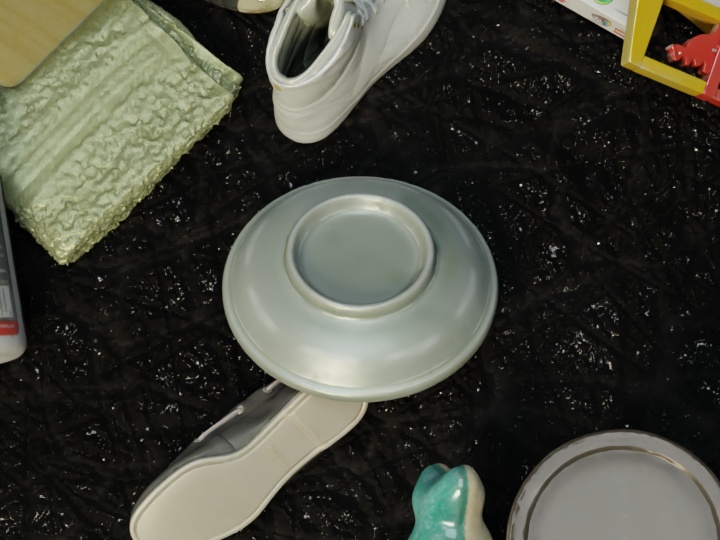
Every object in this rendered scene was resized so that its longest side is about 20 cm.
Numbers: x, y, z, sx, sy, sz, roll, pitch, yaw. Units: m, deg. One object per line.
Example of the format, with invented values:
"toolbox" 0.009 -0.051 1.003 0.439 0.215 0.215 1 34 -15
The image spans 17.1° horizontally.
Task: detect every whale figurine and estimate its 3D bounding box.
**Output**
"whale figurine" 0.047 0.232 1.625 0.104 0.159 0.200 -3 89 -17

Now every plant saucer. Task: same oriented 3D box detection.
"plant saucer" 0.000 0.000 1.718 0.200 0.050 0.200 0 54 0

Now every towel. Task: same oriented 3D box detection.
"towel" -0.200 -0.113 1.811 0.148 0.036 0.200 41 81 14

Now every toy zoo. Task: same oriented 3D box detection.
"toy zoo" 0.275 -0.185 1.754 0.200 0.020 0.131 21 82 -10

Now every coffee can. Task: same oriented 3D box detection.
"coffee can" 0.172 0.199 1.601 0.146 0.200 0.147 -1 73 4

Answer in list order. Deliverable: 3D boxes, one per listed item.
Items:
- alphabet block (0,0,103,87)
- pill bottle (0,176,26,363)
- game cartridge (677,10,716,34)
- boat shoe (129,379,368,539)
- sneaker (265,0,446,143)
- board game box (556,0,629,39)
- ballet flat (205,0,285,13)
"alphabet block" -0.286 -0.285 1.744 0.196 0.200 0.195 -45 60 7
"pill bottle" -0.312 -0.028 1.739 0.116 0.116 0.200 -10 84 2
"game cartridge" 0.264 -0.281 1.782 0.200 0.032 0.176 37 80 -10
"boat shoe" -0.081 0.133 1.727 0.200 0.057 0.067 -36 110 -2
"sneaker" 0.002 -0.195 1.775 0.074 0.116 0.200 31 76 15
"board game box" 0.150 -0.276 1.809 0.200 0.035 0.126 30 79 2
"ballet flat" -0.136 -0.262 1.836 0.200 0.057 0.066 38 77 14
